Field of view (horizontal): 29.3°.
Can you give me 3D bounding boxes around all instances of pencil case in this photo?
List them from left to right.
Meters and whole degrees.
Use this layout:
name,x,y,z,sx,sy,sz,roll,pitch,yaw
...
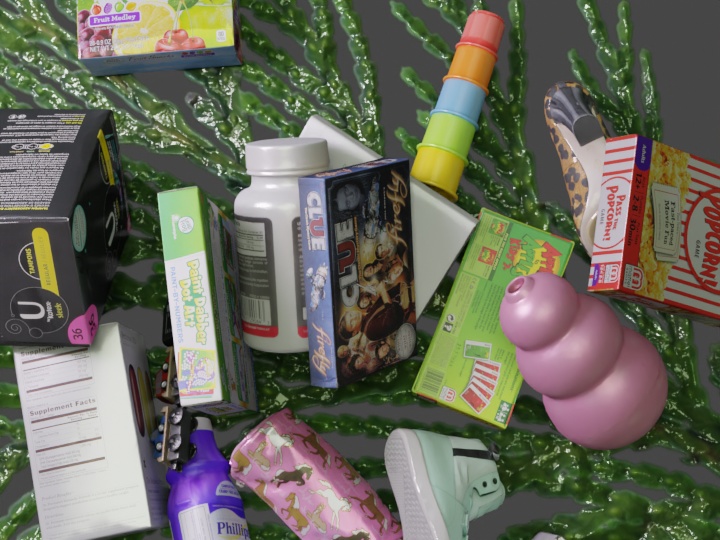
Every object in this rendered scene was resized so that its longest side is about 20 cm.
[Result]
name,x,y,z,sx,sy,sz,roll,pitch,yaw
pencil case,-0.037,0.230,1.359,0.200,0.087,0.083,43,42,8

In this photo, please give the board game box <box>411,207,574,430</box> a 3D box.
name,x,y,z,sx,sy,sz,roll,pitch,yaw
board game box,0.134,0.049,1.397,0.101,0.048,0.201,21,82,6

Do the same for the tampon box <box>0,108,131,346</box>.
name,x,y,z,sx,sy,sz,roll,pitch,yaw
tampon box,-0.310,-0.045,1.339,0.126,0.150,0.200,0,37,3

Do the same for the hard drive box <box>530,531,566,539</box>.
name,x,y,z,sx,sy,sz,roll,pitch,yaw
hard drive box,0.149,0.323,1.273,0.077,0.200,0.156,43,86,8

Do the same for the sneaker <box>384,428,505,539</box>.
name,x,y,z,sx,sy,sz,roll,pitch,yaw
sneaker,0.100,0.245,1.324,0.118,0.074,0.201,5,59,-28

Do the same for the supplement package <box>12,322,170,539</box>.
name,x,y,z,sx,sy,sz,roll,pitch,yaw
supplement package,-0.262,0.164,1.364,0.109,0.114,0.201,-12,81,2

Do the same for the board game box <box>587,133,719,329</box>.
name,x,y,z,sx,sy,sz,roll,pitch,yaw
board game box,0.317,-0.033,1.350,0.199,0.046,0.152,14,80,-32

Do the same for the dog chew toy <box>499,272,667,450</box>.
name,x,y,z,sx,sy,sz,roll,pitch,yaw
dog chew toy,0.206,0.080,1.323,0.125,0.124,0.200,-46,114,-5

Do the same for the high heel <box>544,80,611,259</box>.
name,x,y,z,sx,sy,sz,roll,pitch,yaw
high heel,0.240,-0.095,1.421,0.071,0.143,0.201,-17,114,3

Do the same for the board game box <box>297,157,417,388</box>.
name,x,y,z,sx,sy,sz,roll,pitch,yaw
board game box,0.000,0.000,1.331,0.034,0.135,0.201,6,106,37

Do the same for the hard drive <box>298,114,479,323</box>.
name,x,y,z,sx,sy,sz,roll,pitch,yaw
hard drive,0.004,-0.050,1.406,0.200,0.027,0.132,34,110,8

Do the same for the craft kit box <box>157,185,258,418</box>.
name,x,y,z,sx,sy,sz,roll,pitch,yaw
craft kit box,-0.145,0.038,1.338,0.048,0.198,0.201,-8,79,1

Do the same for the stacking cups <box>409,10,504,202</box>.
name,x,y,z,sx,sy,sz,roll,pitch,yaw
stacking cups,0.101,-0.172,1.438,0.060,0.061,0.201,17,77,6

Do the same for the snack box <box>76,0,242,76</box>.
name,x,y,z,sx,sy,sz,roll,pitch,yaw
snack box,-0.216,-0.317,1.467,0.168,0.068,0.201,-5,78,3

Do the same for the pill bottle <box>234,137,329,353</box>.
name,x,y,z,sx,sy,sz,roll,pitch,yaw
pill bottle,-0.068,-0.027,1.360,0.110,0.111,0.201,-2,101,2

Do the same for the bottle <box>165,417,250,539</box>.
name,x,y,z,sx,sy,sz,roll,pitch,yaw
bottle,-0.150,0.246,1.359,0.065,0.083,0.201,-23,66,19

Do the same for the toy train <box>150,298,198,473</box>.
name,x,y,z,sx,sy,sz,roll,pitch,yaw
toy train,-0.185,0.110,1.378,0.046,0.034,0.201,-19,53,27
